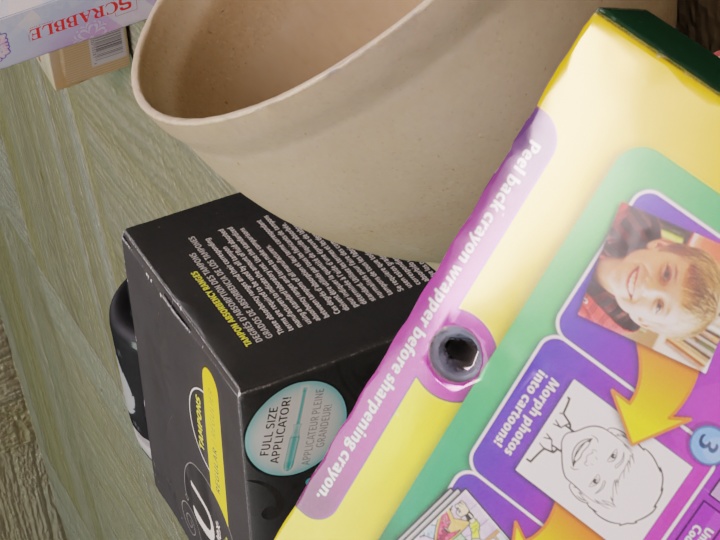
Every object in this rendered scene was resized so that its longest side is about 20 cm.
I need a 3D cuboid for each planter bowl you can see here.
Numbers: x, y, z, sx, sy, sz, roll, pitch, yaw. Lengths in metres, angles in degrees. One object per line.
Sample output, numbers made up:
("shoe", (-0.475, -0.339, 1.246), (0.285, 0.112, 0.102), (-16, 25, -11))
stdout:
("planter bowl", (0.036, -0.082, 0.612), (0.135, 0.200, 0.200), (46, 174, -29))

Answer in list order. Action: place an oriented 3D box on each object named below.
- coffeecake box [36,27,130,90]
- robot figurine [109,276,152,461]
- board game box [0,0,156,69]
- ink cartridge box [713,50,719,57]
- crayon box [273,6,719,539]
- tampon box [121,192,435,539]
("coffeecake box", (-0.268, -0.276, 1.405), (0.201, 0.072, 0.154), (54, 157, 38))
("robot figurine", (-0.128, 0.067, 1.295), (0.124, 0.150, 0.202), (34, 143, 39))
("board game box", (-0.203, -0.225, 1.078), (0.201, 0.198, 0.041), (56, 159, 34))
("ink cartridge box", (0.137, 0.026, 0.587), (0.117, 0.067, 0.201), (58, 158, 27))
("crayon box", (0.089, 0.059, 0.470), (0.172, 0.058, 0.201), (37, 110, 15))
("tampon box", (0.016, 0.045, 0.731), (0.126, 0.198, 0.151), (48, 149, 47))
